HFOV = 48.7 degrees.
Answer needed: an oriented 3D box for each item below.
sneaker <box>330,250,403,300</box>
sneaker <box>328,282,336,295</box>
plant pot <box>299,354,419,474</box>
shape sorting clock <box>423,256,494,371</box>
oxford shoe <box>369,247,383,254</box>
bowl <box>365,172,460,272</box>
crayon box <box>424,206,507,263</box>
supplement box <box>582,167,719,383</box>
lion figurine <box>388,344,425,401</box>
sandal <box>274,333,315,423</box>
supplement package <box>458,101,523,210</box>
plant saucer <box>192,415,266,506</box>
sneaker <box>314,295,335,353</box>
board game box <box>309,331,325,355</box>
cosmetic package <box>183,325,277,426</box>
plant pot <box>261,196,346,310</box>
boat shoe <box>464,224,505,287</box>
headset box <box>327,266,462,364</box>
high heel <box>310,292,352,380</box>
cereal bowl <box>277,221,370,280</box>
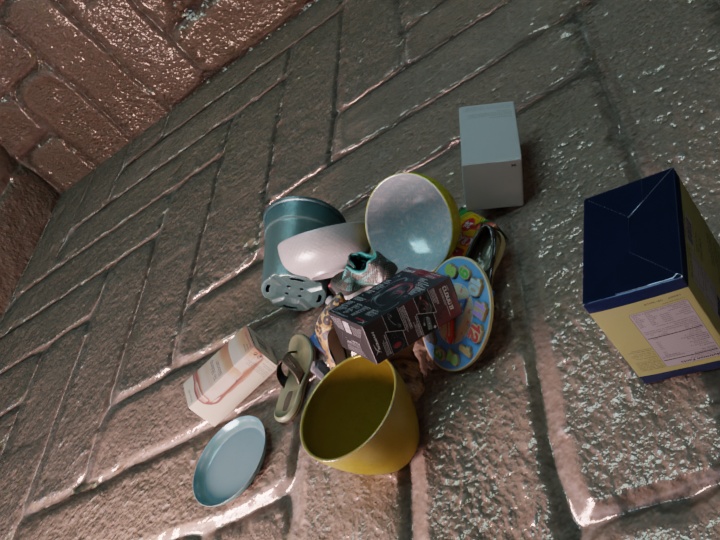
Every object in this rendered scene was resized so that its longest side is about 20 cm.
[{"bbox_3d":[0.000,0.000,1.512,0.199,0.091,0.078,-11,42,50],"label":"sneaker"},{"bbox_3d":[0.017,0.026,1.623,0.199,0.074,0.087,13,61,48],"label":"sneaker"},{"bbox_3d":[0.018,0.261,1.329,0.199,0.142,0.201,-29,35,23],"label":"plant pot"},{"bbox_3d":[0.164,0.075,1.394,0.199,0.039,0.202,-13,74,54],"label":"shape sorting clock"},{"bbox_3d":[0.066,-0.057,1.648,0.070,0.074,0.200,7,29,13],"label":"oxford shoe"},{"bbox_3d":[0.118,-0.093,1.523,0.199,0.202,0.107,-15,1,39],"label":"bowl"},{"bbox_3d":[0.176,-0.022,1.548,0.200,0.051,0.127,-48,33,-3],"label":"crayon box"},{"bbox_3d":[0.412,0.011,1.098,0.134,0.200,0.201,-19,40,35],"label":"supplement box"},{"bbox_3d":[0.072,0.135,1.440,0.121,0.073,0.201,12,60,7],"label":"lion figurine"},{"bbox_3d":[-0.143,0.214,1.640,0.079,0.057,0.202,-25,41,38],"label":"sandal"},{"bbox_3d":[0.260,-0.230,1.588,0.116,0.117,0.201,-4,43,9],"label":"supplement package"},{"bbox_3d":[-0.260,0.390,1.614,0.199,0.027,0.201,-31,35,24],"label":"plant saucer"},{"bbox_3d":[-0.007,0.140,1.567,0.199,0.073,0.113,30,101,37],"label":"sneaker"},{"bbox_3d":[-0.021,0.093,1.675,0.200,0.019,0.103,-50,35,-7],"label":"board game box"},{"bbox_3d":[-0.289,0.233,1.764,0.200,0.087,0.103,-44,33,3],"label":"cosmetic package"},{"bbox_3d":[-0.138,-0.028,1.803,0.199,0.200,0.197,-20,49,34],"label":"plant pot"},{"bbox_3d":[0.205,0.011,1.434,0.073,0.065,0.202,5,71,36],"label":"boat shoe"},{"bbox_3d":[0.066,0.067,1.360,0.199,0.075,0.148,-29,18,-20],"label":"headset box"},{"bbox_3d":[-0.025,0.152,1.484,0.142,0.071,0.201,39,127,38],"label":"high heel"},{"bbox_3d":[-0.066,-0.032,1.623,0.199,0.199,0.084,-19,82,36],"label":"cereal bowl"}]
